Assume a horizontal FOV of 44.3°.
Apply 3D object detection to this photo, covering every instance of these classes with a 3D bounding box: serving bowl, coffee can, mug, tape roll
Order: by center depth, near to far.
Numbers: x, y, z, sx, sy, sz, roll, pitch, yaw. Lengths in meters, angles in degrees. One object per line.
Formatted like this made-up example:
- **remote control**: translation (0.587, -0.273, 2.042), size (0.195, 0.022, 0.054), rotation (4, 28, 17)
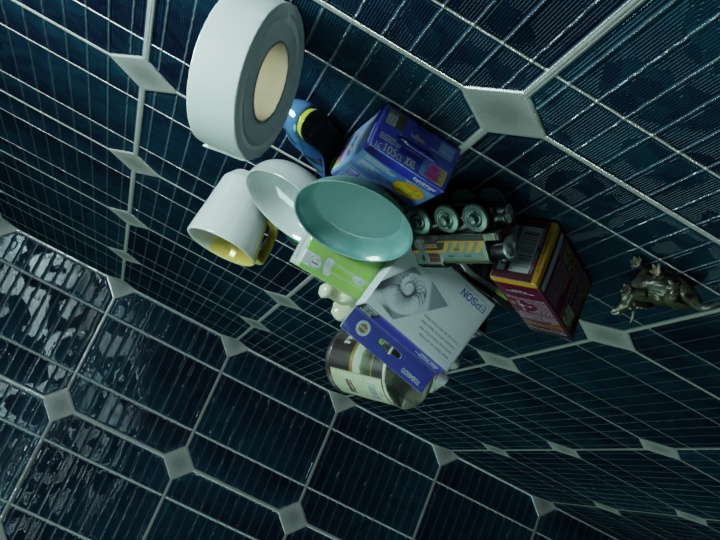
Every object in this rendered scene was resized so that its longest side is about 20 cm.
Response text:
- **tape roll**: translation (-0.143, -0.248, 1.129), size (0.069, 0.206, 0.203), rotation (19, 162, 12)
- **serving bowl**: translation (-0.115, -0.134, 1.625), size (0.197, 0.066, 0.201), rotation (30, 155, 15)
- **mug**: translation (-0.244, -0.107, 1.762), size (0.147, 0.156, 0.187), rotation (22, 163, 5)
- **coffee can**: translation (0.040, 0.202, 1.871), size (0.146, 0.149, 0.198), rotation (37, 160, -36)

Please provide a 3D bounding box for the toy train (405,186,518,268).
- **toy train**: translation (0.157, -0.062, 1.382), size (0.197, 0.085, 0.116), rotation (0, 119, 39)

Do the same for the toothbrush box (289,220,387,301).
- **toothbrush box**: translation (0.000, -0.029, 1.517), size (0.197, 0.148, 0.086), rotation (29, 178, -15)

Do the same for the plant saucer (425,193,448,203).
- **plant saucer**: translation (0.080, -0.095, 1.549), size (0.196, 0.037, 0.200), rotation (14, 159, 31)

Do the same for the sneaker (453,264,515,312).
- **sneaker**: translation (0.224, -0.011, 1.537), size (0.199, 0.083, 0.072), rotation (37, -173, -25)

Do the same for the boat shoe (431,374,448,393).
- **boat shoe**: translation (0.194, 0.327, 2.544), size (0.066, 0.075, 0.200), rotation (29, 162, -6)

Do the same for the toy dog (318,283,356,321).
- **toy dog**: translation (0.000, 0.000, 1.679), size (0.189, 0.143, 0.200), rotation (-5, 163, 2)

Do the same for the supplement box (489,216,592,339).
- **supplement box**: translation (0.297, 0.015, 1.436), size (0.084, 0.112, 0.200), rotation (12, 158, 37)

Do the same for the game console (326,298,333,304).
- **game console**: translation (0.057, 0.053, 1.871), size (0.199, 0.118, 0.174), rotation (35, 161, -30)

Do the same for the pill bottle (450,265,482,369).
- **pill bottle**: translation (0.157, 0.065, 1.612), size (0.111, 0.204, 0.114), rotation (19, 167, 5)

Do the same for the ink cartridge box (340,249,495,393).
- **ink cartridge box**: translation (0.098, 0.075, 1.491), size (0.199, 0.202, 0.041), rotation (38, 176, -16)

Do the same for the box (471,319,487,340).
- **box**: translation (0.145, 0.077, 1.807), size (0.198, 0.080, 0.140), rotation (33, 141, -27)

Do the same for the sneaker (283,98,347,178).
- **sneaker**: translation (-0.072, -0.207, 1.404), size (0.078, 0.066, 0.200), rotation (33, 170, 31)

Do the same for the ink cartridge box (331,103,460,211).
- **ink cartridge box**: translation (0.056, -0.165, 1.316), size (0.135, 0.078, 0.199), rotation (30, 161, -15)

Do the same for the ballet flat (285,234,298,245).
- **ballet flat**: translation (-0.088, -0.082, 1.779), size (0.070, 0.072, 0.199), rotation (31, 162, -22)

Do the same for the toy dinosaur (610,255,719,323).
- **toy dinosaur**: translation (0.464, 0.029, 1.346), size (0.101, 0.079, 0.198), rotation (23, 163, -39)

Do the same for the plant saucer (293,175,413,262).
- **plant saucer**: translation (-0.007, -0.087, 1.383), size (0.195, 0.037, 0.202), rotation (16, 149, 9)
